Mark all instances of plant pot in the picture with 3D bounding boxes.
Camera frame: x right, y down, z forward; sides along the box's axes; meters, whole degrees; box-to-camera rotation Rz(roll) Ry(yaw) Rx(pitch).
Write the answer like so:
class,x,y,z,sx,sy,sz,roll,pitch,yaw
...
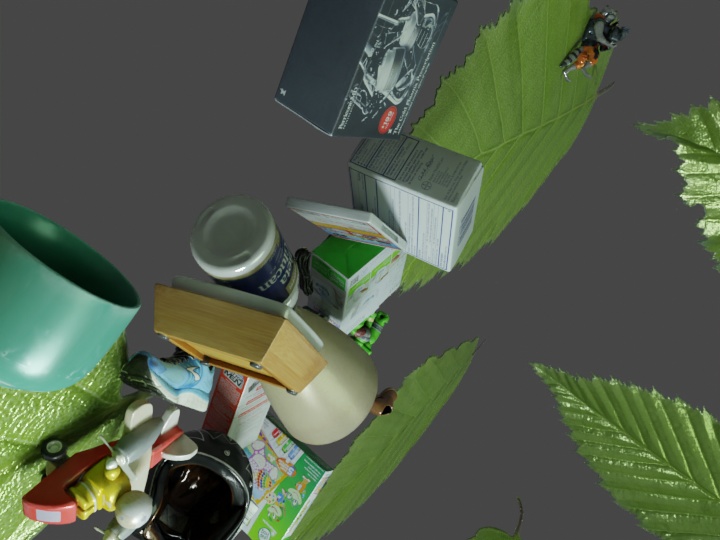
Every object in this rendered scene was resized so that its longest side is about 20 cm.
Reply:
class,x,y,z,sx,sy,sz,roll,pitch,yaw
plant pot,-0.090,0.144,0.996,0.188,0.186,0.201,-49,139,-16

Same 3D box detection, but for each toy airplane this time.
class,x,y,z,sx,sy,sz,roll,pitch,yaw
toy airplane,-0.300,0.268,0.819,0.199,0.141,0.200,-42,146,-4

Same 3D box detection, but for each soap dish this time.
class,x,y,z,sx,sy,sz,roll,pitch,yaw
soap dish,-0.157,0.086,0.817,0.158,0.196,0.083,59,48,-59

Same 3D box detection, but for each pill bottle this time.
class,x,y,z,sx,sy,sz,roll,pitch,yaw
pill bottle,-0.145,-0.006,0.857,0.112,0.110,0.201,-49,158,-14

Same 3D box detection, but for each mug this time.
class,x,y,z,sx,sy,sz,roll,pitch,yaw
mug,-0.300,0.021,0.548,0.115,0.184,0.152,-52,-178,0

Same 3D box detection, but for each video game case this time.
class,x,y,z,sx,sy,sz,roll,pitch,yaw
video game case,-0.016,-0.071,1.002,0.200,0.140,0.018,29,75,-68

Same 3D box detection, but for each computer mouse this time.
class,x,y,z,sx,sy,sz,roll,pitch,yaw
computer mouse,-0.143,0.048,1.028,0.200,0.044,0.111,-42,155,-33

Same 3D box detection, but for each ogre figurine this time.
class,x,y,z,sx,sy,sz,roll,pitch,yaw
ogre figurine,-0.011,0.140,1.369,0.200,0.096,0.122,1,110,-78

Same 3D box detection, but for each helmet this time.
class,x,y,z,sx,sy,sz,roll,pitch,yaw
helmet,-0.265,0.356,1.009,0.202,0.196,0.193,89,25,-56

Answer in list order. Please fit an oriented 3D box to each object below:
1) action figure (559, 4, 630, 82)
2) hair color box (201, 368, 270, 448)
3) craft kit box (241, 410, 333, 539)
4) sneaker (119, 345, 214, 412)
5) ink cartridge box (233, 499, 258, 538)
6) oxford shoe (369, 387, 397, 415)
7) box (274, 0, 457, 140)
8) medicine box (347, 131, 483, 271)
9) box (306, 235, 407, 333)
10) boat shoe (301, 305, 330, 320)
class,x,y,z,sx,sy,sz,roll,pitch,yaw
action figure,0.618,-0.603,1.653,0.196,0.103,0.200,-63,-177,5
hair color box,-0.210,0.231,1.117,0.110,0.063,0.203,-20,139,-56
craft kit box,-0.185,0.413,1.244,0.200,0.198,0.048,-58,158,3
sneaker,-0.265,0.137,0.888,0.200,0.077,0.092,63,45,-69
ink cartridge box,-0.291,0.470,1.144,0.197,0.043,0.199,-47,-162,-19
oxford shoe,0.078,0.425,1.992,0.072,0.071,0.199,-63,159,14
box,0.010,-0.282,0.807,0.181,0.103,0.203,-16,135,-57
medicine box,0.088,-0.121,1.051,0.104,0.197,0.183,-56,161,-25
box,0.000,0.000,1.191,0.199,0.096,0.178,-41,154,-35
boat shoe,-0.123,0.152,1.186,0.202,0.061,0.075,-61,175,35
